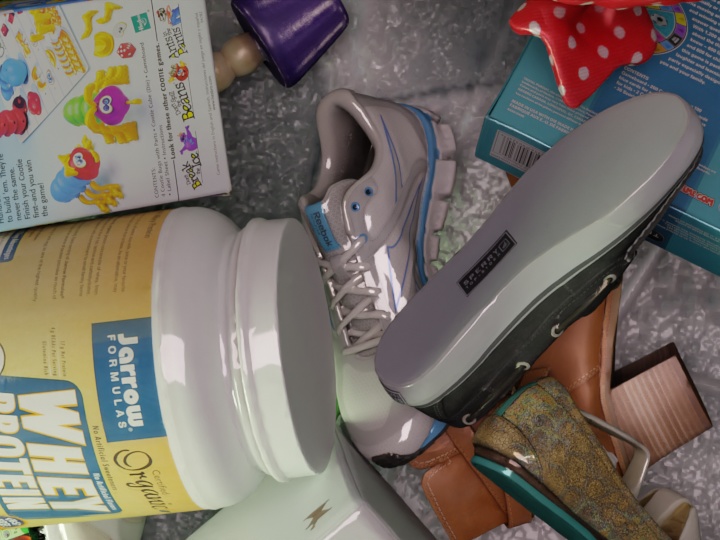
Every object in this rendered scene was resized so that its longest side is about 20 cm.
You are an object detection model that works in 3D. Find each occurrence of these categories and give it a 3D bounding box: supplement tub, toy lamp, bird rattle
[{"bbox_3d":[-0.121,0.047,1.217,0.199,0.145,0.146,-7,87,11],"label":"supplement tub"},{"bbox_3d":[-0.096,-0.090,1.328,0.199,0.058,0.058,-33,86,-4],"label":"toy lamp"},{"bbox_3d":[0.083,-0.182,1.232,0.199,0.113,0.163,19,48,16],"label":"bird rattle"}]

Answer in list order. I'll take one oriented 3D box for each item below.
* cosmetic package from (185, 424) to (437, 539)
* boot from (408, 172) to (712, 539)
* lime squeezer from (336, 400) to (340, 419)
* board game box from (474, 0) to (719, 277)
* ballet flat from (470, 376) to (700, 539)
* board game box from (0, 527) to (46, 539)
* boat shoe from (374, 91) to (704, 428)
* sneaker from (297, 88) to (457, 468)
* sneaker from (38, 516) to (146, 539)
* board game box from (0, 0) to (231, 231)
[{"bbox_3d":[-0.007,0.214,1.239,0.167,0.166,0.200,-39,102,2],"label":"cosmetic package"},{"bbox_3d":[0.073,0.031,1.309,0.154,0.074,0.201,-26,83,8],"label":"boot"},{"bbox_3d":[-0.004,0.123,1.336,0.070,0.038,0.201,-11,86,-27],"label":"lime squeezer"},{"bbox_3d":[0.168,-0.112,1.280,0.150,0.047,0.201,27,66,5],"label":"board game box"},{"bbox_3d":[0.131,0.124,1.267,0.071,0.071,0.200,-43,122,2],"label":"ballet flat"},{"bbox_3d":[-0.242,0.208,1.335,0.199,0.023,0.105,-20,88,17],"label":"board game box"},{"bbox_3d":[0.092,-0.003,1.211,0.200,0.069,0.057,-43,127,14],"label":"boat shoe"},{"bbox_3d":[0.000,0.000,1.280,0.075,0.086,0.201,-20,62,34],"label":"sneaker"},{"bbox_3d":[-0.116,0.079,1.323,0.093,0.070,0.201,-3,85,11],"label":"sneaker"},{"bbox_3d":[-0.175,-0.077,1.227,0.199,0.103,0.106,-10,101,-13],"label":"board game box"}]
